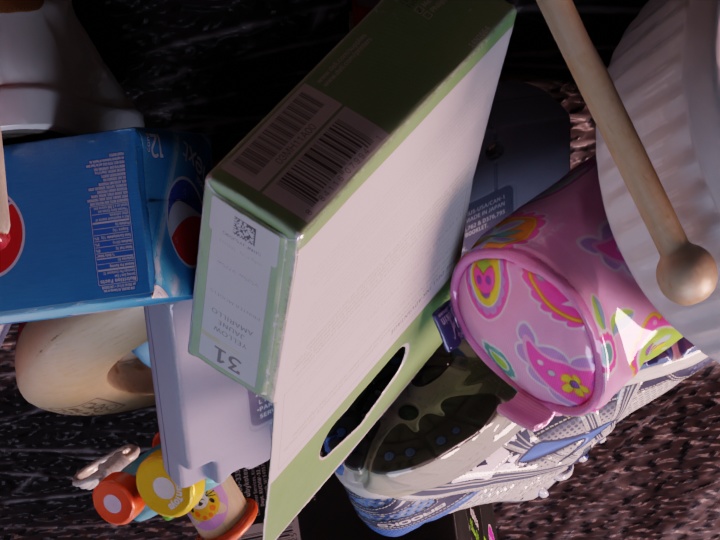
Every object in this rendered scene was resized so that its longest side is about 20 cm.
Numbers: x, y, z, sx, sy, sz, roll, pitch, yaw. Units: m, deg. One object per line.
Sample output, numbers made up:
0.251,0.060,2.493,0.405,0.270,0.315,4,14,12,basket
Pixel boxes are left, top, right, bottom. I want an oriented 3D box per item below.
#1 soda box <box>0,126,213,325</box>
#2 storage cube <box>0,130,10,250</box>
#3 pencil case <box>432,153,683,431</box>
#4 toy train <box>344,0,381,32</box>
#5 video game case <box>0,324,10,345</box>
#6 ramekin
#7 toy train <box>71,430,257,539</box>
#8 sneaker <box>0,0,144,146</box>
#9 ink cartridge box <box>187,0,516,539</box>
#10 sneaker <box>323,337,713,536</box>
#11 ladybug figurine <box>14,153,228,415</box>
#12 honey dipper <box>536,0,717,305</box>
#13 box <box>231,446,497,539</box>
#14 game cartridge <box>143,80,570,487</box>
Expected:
-0.155,-0.010,1.080,0.200,0.064,0.068,-6,178,22,soda box
-0.241,-0.082,0.966,0.180,0.171,0.200,-20,151,24,storage cube
0.125,-0.015,1.185,0.200,0.087,0.087,-36,173,-35,pencil case
0.009,-0.113,1.101,0.034,0.046,0.200,-6,155,0,toy train
-0.175,0.058,1.220,0.023,0.182,0.200,25,168,-5,video game case
0.186,-0.046,1.118,0.200,0.200,0.105,9,160,-29,ramekin
-0.034,0.069,1.335,0.200,0.056,0.150,-33,-174,-6,toy train
-0.127,-0.085,1.119,0.073,0.085,0.200,-8,177,0,sneaker
-0.008,-0.003,1.095,0.048,0.146,0.200,31,144,15,ink cartridge box
0.075,0.053,1.239,0.200,0.077,0.085,-22,143,-14,sneaker
-0.074,0.003,1.278,0.200,0.072,0.136,-26,159,21,ladybug figurine
0.078,-0.077,1.033,0.038,0.200,0.038,-25,-174,3,honey dipper
0.003,0.138,1.512,0.124,0.149,0.200,-11,155,7,box
0.000,0.000,1.201,0.200,0.041,0.133,-25,140,-23,game cartridge
